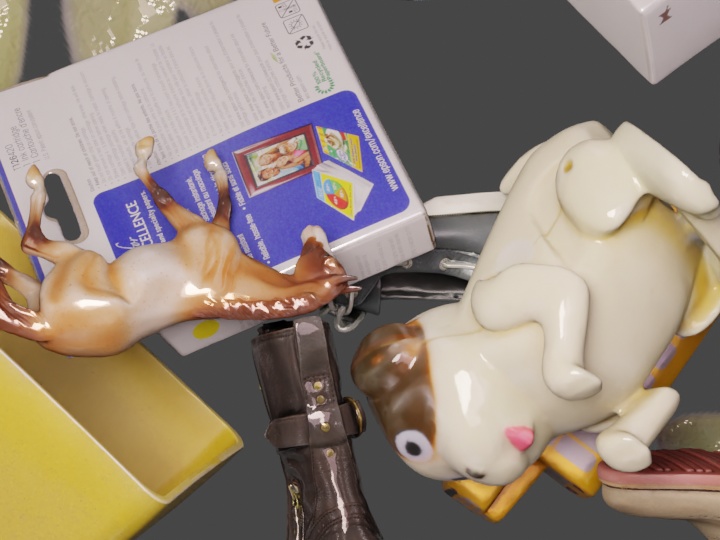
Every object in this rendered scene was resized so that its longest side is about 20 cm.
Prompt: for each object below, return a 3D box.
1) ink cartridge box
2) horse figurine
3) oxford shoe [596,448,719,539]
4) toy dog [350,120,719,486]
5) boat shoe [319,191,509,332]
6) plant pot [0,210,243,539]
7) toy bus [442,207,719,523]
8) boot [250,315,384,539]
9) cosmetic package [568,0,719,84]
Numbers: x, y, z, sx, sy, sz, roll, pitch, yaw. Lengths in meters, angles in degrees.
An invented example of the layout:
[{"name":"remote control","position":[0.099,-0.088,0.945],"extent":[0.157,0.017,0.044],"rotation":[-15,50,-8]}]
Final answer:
[{"name":"ink cartridge box","position":[-0.086,-0.051,1.488],"extent":[0.199,0.047,0.198],"rotation":[-23,52,-3]},{"name":"horse figurine","position":[-0.116,-0.005,1.387],"extent":[0.199,0.050,0.133],"rotation":[-14,52,-21]},{"name":"oxford shoe","position":[0.216,0.141,1.492],"extent":[0.199,0.070,0.075],"rotation":[11,97,-17]},{"name":"toy dog","position":[0.088,0.022,1.423],"extent":[0.200,0.140,0.194],"rotation":[-46,51,-2]},{"name":"boat shoe","position":[0.000,0.000,1.521],"extent":[0.199,0.073,0.062],"rotation":[-8,80,-7]},{"name":"plant pot","position":[-0.206,0.100,1.454],"extent":[0.200,0.200,0.177],"rotation":[42,100,3]},{"name":"toy bus","position":[0.126,0.054,1.521],"extent":[0.078,0.065,0.200],"rotation":[35,84,1]},{"name":"boot","position":[-0.020,0.111,1.449],"extent":[0.069,0.200,0.175],"rotation":[-13,81,-14]},{"name":"cosmetic package","position":[0.132,-0.206,1.503],"extent":[0.101,0.071,0.200],"rotation":[-34,59,-10]}]
